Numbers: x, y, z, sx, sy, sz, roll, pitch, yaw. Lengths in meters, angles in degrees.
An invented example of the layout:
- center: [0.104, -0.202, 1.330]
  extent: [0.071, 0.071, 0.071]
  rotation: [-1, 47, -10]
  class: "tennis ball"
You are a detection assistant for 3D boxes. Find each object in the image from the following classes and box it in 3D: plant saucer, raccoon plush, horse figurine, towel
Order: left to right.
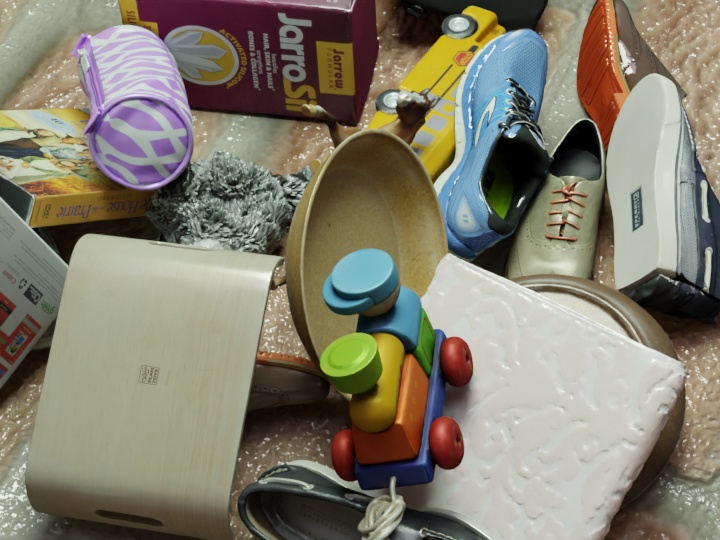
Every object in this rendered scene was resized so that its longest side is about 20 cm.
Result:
- center: [-0.070, -0.021, 1.375]
  extent: [0.200, 0.097, 0.134]
  rotation: [-19, 58, -15]
  class: "raccoon plush"
- center: [-0.012, -0.045, 1.354]
  extent: [0.050, 0.200, 0.132]
  rotation: [17, 10, 30]
  class: "horse figurine"
- center: [0.000, 0.000, 1.291]
  extent: [0.035, 0.200, 0.200]
  rotation: [-1, 43, 32]
  class: "plant saucer"
- center: [0.095, 0.114, 1.217]
  extent: [0.191, 0.032, 0.200]
  rotation: [27, 89, 25]
  class: "towel"
- center: [0.129, 0.083, 1.273]
  extent: [0.200, 0.035, 0.201]
  rotation: [-4, 59, 7]
  class: "plant saucer"

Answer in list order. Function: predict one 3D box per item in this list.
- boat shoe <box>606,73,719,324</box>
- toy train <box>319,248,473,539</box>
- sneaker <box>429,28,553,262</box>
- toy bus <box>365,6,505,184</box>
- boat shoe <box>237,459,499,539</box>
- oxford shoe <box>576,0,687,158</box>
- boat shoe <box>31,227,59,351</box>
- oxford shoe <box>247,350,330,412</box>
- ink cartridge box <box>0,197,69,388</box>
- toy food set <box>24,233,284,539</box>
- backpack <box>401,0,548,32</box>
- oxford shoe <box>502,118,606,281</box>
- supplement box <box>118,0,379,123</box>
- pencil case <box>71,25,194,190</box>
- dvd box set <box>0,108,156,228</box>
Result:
- center: [0.245, -0.050, 1.377]
  extent: [0.093, 0.075, 0.200]
  rotation: [21, 58, -25]
  class: "boat shoe"
- center: [0.009, 0.090, 1.136]
  extent: [0.084, 0.116, 0.200]
  rotation: [-9, 43, 20]
  class: "toy train"
- center: [0.118, -0.101, 1.398]
  extent: [0.089, 0.078, 0.200]
  rotation: [-16, 52, 51]
  class: "sneaker"
- center: [0.068, -0.131, 1.480]
  extent: [0.078, 0.065, 0.200]
  rotation: [24, 53, 22]
  class: "toy bus"
- center: [0.010, 0.180, 1.183]
  extent: [0.200, 0.074, 0.060]
  rotation: [24, 17, 25]
  class: "boat shoe"
- center: [0.228, -0.152, 1.502]
  extent: [0.072, 0.071, 0.200]
  rotation: [7, 53, -14]
  class: "oxford shoe"
- center: [-0.275, -0.020, 1.393]
  extent: [0.074, 0.065, 0.202]
  rotation: [-17, 49, -12]
  class: "boat shoe"
- center: [-0.115, 0.099, 1.292]
  extent: [0.199, 0.071, 0.073]
  rotation: [-5, 73, -3]
  class: "oxford shoe"
- center: [-0.308, 0.020, 1.239]
  extent: [0.084, 0.200, 0.176]
  rotation: [31, 77, 25]
  class: "ink cartridge box"
- center: [-0.139, 0.077, 1.238]
  extent: [0.143, 0.060, 0.200]
  rotation: [8, 78, 10]
  class: "toy food set"
- center: [0.082, -0.316, 1.602]
  extent: [0.163, 0.154, 0.200]
  rotation: [17, 26, -23]
  class: "backpack"
- center: [0.150, -0.034, 1.382]
  extent: [0.070, 0.075, 0.200]
  rotation: [8, 50, 6]
  class: "oxford shoe"
- center: [-0.092, -0.210, 1.516]
  extent: [0.200, 0.131, 0.103]
  rotation: [6, 48, 9]
  class: "supplement box"
- center: [-0.179, -0.133, 1.405]
  extent: [0.084, 0.085, 0.200]
  rotation: [-52, 24, 11]
  class: "pencil case"
- center: [-0.235, -0.083, 1.401]
  extent: [0.146, 0.029, 0.200]
  rotation: [32, 22, 28]
  class: "dvd box set"
